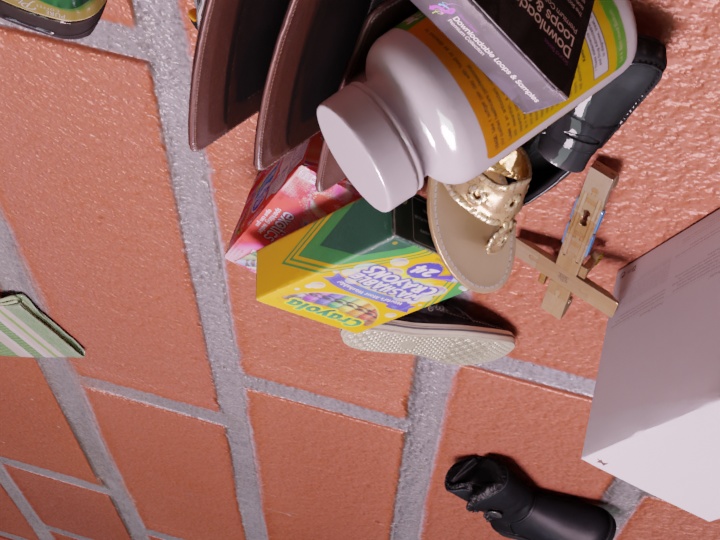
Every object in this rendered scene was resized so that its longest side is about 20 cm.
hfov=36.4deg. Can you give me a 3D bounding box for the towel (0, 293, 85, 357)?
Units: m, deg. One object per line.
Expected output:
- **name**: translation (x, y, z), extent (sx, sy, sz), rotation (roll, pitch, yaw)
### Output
- **towel**: translation (-0.514, 0.081, 1.576), extent (0.198, 0.024, 0.153), rotation (-2, 144, 29)

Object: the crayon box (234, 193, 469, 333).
- **crayon box**: translation (0.000, 0.000, 0.941), extent (0.125, 0.052, 0.199), rotation (20, 149, -40)

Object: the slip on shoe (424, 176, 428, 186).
- **slip on shoe**: translation (0.080, -0.086, 0.916), extent (0.074, 0.061, 0.201), rotation (-29, 141, -3)

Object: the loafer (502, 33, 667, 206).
- **loafer**: translation (0.165, -0.109, 0.840), extent (0.068, 0.071, 0.200), rotation (13, 153, -21)

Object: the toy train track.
- **toy train track**: translation (0.201, -0.028, 0.995), extent (0.114, 0.033, 0.201), rotation (35, 147, 20)

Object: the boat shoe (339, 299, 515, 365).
- **boat shoe**: translation (0.074, 0.058, 1.179), extent (0.198, 0.063, 0.075), rotation (9, 147, -14)

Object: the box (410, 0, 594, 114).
- **box**: translation (0.081, -0.207, 0.608), extent (0.143, 0.201, 0.036), rotation (38, 145, -29)

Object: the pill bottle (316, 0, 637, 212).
- **pill bottle**: translation (0.074, -0.128, 0.722), extent (0.111, 0.199, 0.111), rotation (52, 168, 15)

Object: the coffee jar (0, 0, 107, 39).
- **coffee jar**: translation (-0.231, -0.262, 0.805), extent (0.103, 0.086, 0.200), rotation (19, 149, -6)

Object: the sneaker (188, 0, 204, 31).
- **sneaker**: translation (-0.088, -0.226, 0.801), extent (0.077, 0.078, 0.201), rotation (39, 143, 13)

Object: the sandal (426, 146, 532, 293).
- **sandal**: translation (0.095, -0.078, 0.827), extent (0.077, 0.214, 0.070), rotation (-14, -165, -24)

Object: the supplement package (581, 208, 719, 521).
- **supplement package**: translation (0.316, 0.079, 0.939), extent (0.146, 0.201, 0.191), rotation (26, 149, -13)

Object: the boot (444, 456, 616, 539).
- **boot**: translation (0.229, 0.322, 1.498), extent (0.199, 0.077, 0.168), rotation (1, 149, 39)

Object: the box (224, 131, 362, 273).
- **box**: translation (-0.038, -0.068, 0.997), extent (0.095, 0.100, 0.200), rotation (27, 148, -14)

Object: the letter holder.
- **letter holder**: translation (-0.040, -0.146, 0.789), extent (0.101, 0.142, 0.201), rotation (44, 148, 14)
